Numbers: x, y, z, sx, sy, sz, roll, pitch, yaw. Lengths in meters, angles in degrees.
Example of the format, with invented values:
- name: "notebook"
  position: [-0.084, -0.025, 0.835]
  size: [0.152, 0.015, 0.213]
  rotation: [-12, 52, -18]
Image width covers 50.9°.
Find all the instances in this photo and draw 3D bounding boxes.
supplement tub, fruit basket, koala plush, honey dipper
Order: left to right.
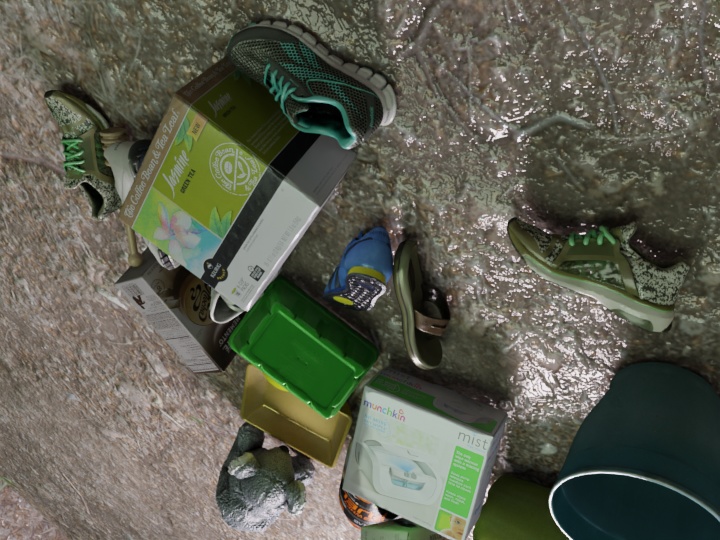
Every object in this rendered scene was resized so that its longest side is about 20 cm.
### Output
- name: "honey dipper"
  position: [-0.332, -0.099, 1.072]
  size: [0.037, 0.038, 0.203]
  rotation: [9, 117, 26]
- name: "koala plush"
  position: [-0.172, 0.383, 1.365]
  size: [0.176, 0.185, 0.200]
  rotation: [36, 156, -7]
- name: "fruit basket"
  position: [-0.090, 0.122, 1.139]
  size: [0.215, 0.156, 0.216]
  rotation: [38, -176, -3]
- name: "supplement tub"
  position: [0.027, 0.361, 1.290]
  size: [0.121, 0.123, 0.201]
  rotation: [22, 140, 12]

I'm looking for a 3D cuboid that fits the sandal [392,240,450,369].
- name: "sandal"
  position: [0.085, 0.052, 0.972]
  size: [0.056, 0.080, 0.203]
  rotation: [-2, 131, 16]

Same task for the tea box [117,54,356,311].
- name: "tea box"
  position: [-0.146, -0.100, 0.892]
  size: [0.196, 0.134, 0.200]
  rotation: [36, 128, -4]

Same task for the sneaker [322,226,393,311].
- name: "sneaker"
  position: [0.000, 0.000, 0.994]
  size: [0.065, 0.080, 0.200]
  rotation: [18, 161, -10]

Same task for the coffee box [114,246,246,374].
- name: "coffee box"
  position: [-0.265, 0.052, 1.173]
  size: [0.079, 0.114, 0.201]
  rotation: [-11, 125, 40]

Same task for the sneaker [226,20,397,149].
- name: "sneaker"
  position: [-0.062, -0.194, 0.799]
  size: [0.198, 0.092, 0.078]
  rotation: [25, 140, 9]

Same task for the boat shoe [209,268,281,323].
- name: "boat shoe"
  position: [-0.166, 0.027, 1.080]
  size: [0.073, 0.066, 0.200]
  rotation: [16, 153, -19]

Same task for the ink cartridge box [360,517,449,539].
- name: "ink cartridge box"
  position: [0.124, 0.433, 1.226]
  size: [0.174, 0.045, 0.199]
  rotation: [-6, 168, 34]

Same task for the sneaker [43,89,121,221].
- name: "sneaker"
  position: [-0.386, -0.155, 1.060]
  size: [0.076, 0.089, 0.202]
  rotation: [0, 130, 34]

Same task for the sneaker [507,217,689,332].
- name: "sneaker"
  position: [0.252, -0.020, 0.796]
  size: [0.198, 0.077, 0.090]
  rotation: [27, 113, 7]

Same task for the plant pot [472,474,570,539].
- name: "plant pot"
  position: [0.276, 0.405, 1.137]
  size: [0.188, 0.200, 0.202]
  rotation: [18, 141, 34]

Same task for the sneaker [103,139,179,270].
- name: "sneaker"
  position: [-0.286, -0.093, 1.034]
  size: [0.086, 0.074, 0.202]
  rotation: [17, 132, 34]

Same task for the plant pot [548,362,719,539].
- name: "plant pot"
  position: [0.341, 0.220, 0.880]
  size: [0.198, 0.189, 0.202]
  rotation: [19, 139, 17]

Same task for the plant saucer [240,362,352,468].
- name: "plant saucer"
  position: [-0.107, 0.240, 1.313]
  size: [0.198, 0.049, 0.201]
  rotation: [27, 141, 8]

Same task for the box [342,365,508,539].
- name: "box"
  position: [0.094, 0.263, 1.105]
  size: [0.198, 0.096, 0.179]
  rotation: [19, 109, 20]
